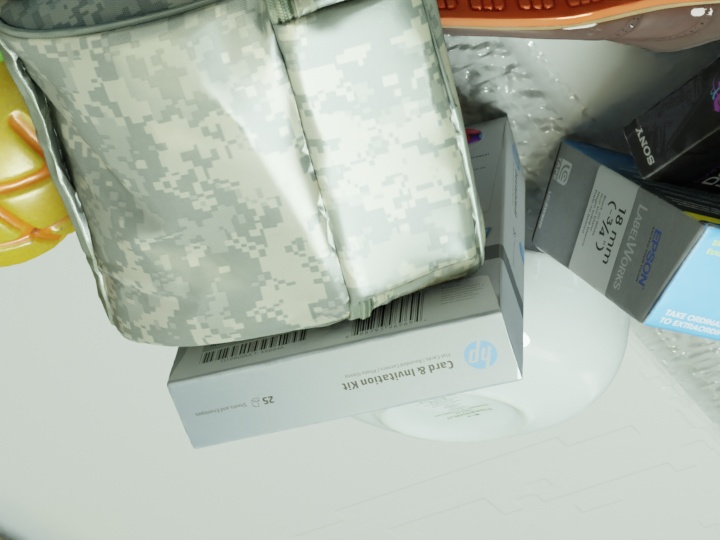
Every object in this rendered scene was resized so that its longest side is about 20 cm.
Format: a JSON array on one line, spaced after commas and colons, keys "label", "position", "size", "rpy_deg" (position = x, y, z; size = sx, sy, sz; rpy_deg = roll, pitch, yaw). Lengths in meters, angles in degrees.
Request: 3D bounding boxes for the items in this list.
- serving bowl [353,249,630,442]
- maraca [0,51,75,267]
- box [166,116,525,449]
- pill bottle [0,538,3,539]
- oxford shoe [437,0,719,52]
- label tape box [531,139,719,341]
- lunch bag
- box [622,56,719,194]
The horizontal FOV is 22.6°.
[{"label": "serving bowl", "position": [0.054, 0.054, 1.027], "size": [0.199, 0.066, 0.200], "rpy_deg": [3, 156, 1]}, {"label": "maraca", "position": [-0.181, -0.047, 0.850], "size": [0.137, 0.107, 0.200], "rpy_deg": [-5, 149, -40]}, {"label": "box", "position": [0.000, 0.000, 0.868], "size": [0.155, 0.200, 0.041], "rpy_deg": [-13, 118, 12]}, {"label": "pill bottle", "position": [-0.246, 0.263, 1.289], "size": [0.112, 0.112, 0.200], "rpy_deg": [-21, 141, 23]}, {"label": "oxford shoe", "position": [0.110, -0.123, 0.814], "size": [0.199, 0.071, 0.073], "rpy_deg": [-4, 150, -1]}, {"label": "label tape box", "position": [0.192, 0.001, 0.894], "size": [0.144, 0.200, 0.064], "rpy_deg": [12, 103, -22]}, {"label": "lunch bag", "position": [-0.055, -0.071, 0.759], "size": [0.167, 0.140, 0.200], "rpy_deg": [-22, 132, -8]}, {"label": "box", "position": [0.244, -0.079, 0.879], "size": [0.199, 0.036, 0.143], "rpy_deg": [8, 146, -41]}]
